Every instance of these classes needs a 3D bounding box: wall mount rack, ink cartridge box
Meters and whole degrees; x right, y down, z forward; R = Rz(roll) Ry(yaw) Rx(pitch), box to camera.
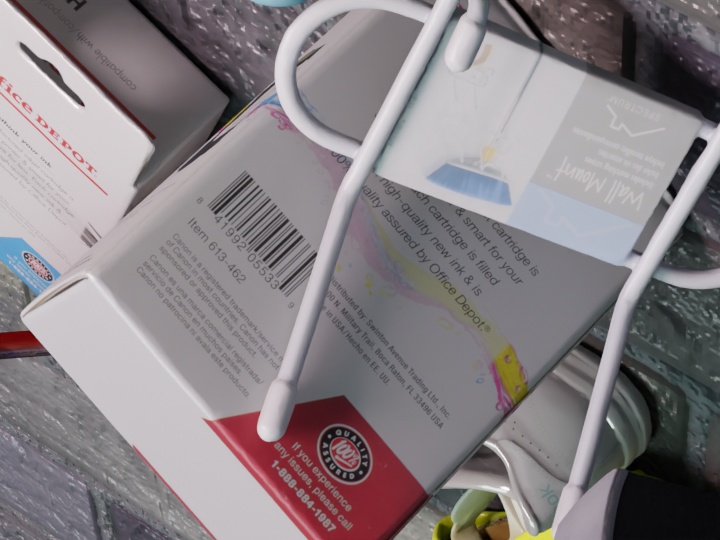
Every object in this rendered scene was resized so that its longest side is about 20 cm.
[{"bbox_3d":[0.053,-0.008,1.004,0.200,0.075,0.174,21,115,-14],"label":"wall mount rack"},{"bbox_3d":[0.000,0.000,1.071,0.146,0.200,0.083,50,154,-7],"label":"ink cartridge box"},{"bbox_3d":[-0.132,-0.071,1.290,0.116,0.067,0.200,44,152,3],"label":"ink cartridge box"}]

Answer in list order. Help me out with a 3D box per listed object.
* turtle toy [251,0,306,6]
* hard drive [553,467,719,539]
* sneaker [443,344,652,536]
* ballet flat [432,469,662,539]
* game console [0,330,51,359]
[{"bbox_3d":[-0.003,-0.155,0.957,0.101,0.146,0.200,33,158,-24],"label":"turtle toy"},{"bbox_3d":[0.126,0.135,0.924,0.135,0.200,0.042,14,117,-3],"label":"hard drive"},{"bbox_3d":[0.020,0.048,1.223,0.200,0.088,0.075,25,147,33],"label":"sneaker"},{"bbox_3d":[0.081,0.113,1.261,0.067,0.067,0.200,64,154,6],"label":"ballet flat"},{"bbox_3d":[-0.090,0.072,1.304,0.172,0.119,0.200,55,172,-5],"label":"game console"}]
